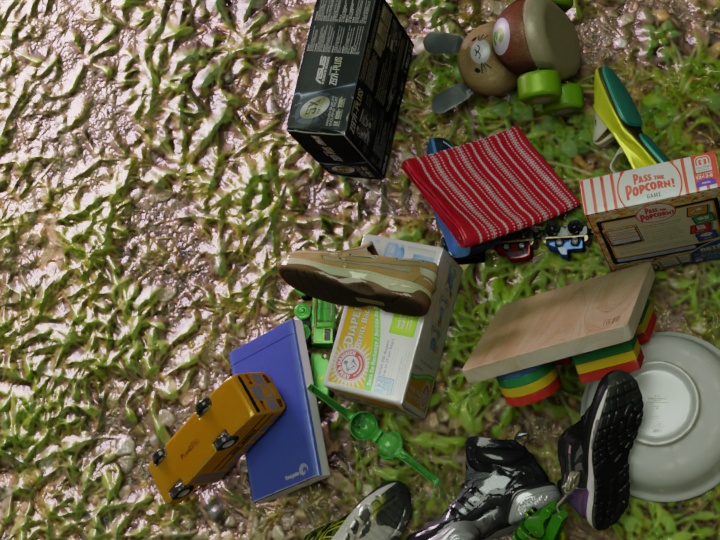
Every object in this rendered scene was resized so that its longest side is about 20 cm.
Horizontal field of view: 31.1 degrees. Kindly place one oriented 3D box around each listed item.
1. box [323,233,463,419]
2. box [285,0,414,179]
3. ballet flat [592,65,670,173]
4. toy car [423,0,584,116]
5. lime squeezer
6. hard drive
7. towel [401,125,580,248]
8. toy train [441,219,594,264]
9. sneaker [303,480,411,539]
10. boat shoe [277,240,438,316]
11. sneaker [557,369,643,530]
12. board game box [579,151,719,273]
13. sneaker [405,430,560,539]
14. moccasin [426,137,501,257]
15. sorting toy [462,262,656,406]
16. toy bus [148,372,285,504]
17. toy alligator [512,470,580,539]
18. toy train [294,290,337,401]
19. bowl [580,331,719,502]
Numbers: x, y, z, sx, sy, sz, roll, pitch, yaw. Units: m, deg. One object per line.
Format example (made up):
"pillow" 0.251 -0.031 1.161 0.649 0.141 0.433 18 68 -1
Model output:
"box" 0.042 0.071 1.611 0.112 0.101 0.202 10 78 22
"box" -0.010 -0.242 1.691 0.085 0.164 0.202 8 78 21
"ballet flat" 0.328 -0.160 1.602 0.067 0.067 0.201 -40 65 28
"toy car" 0.170 -0.276 1.653 0.198 0.157 0.166 -9 81 29
"lime squeezer" 0.022 0.202 1.600 0.199 0.071 0.038 36 70 13
"hard drive" -0.106 0.180 1.645 0.131 0.025 0.202 -29 64 40
"towel" 0.162 -0.107 1.596 0.199 0.023 0.145 -19 61 -32
"toy train" 0.197 -0.032 1.623 0.198 0.034 0.046 -5 76 19
"sneaker" -0.024 0.325 1.575 0.200 0.075 0.084 -44 31 -13
"boat shoe" 0.000 0.000 1.562 0.198 0.072 0.077 13 64 17
"sneaker" 0.254 0.190 1.444 0.087 0.075 0.202 35 132 44
"board game box" 0.345 -0.058 1.484 0.150 0.200 0.047 -11 66 16
"sneaker" 0.130 0.266 1.539 0.199 0.076 0.115 -24 67 5
"moccasin" 0.129 -0.090 1.639 0.068 0.081 0.201 -5 51 -9
"sorting toy" 0.241 0.081 1.494 0.197 0.200 0.070 -18 103 25
"toy bus" -0.186 0.214 1.642 0.200 0.078 0.065 -48 62 29
"toy alligator" 0.202 0.298 1.472 0.054 0.059 0.202 27 121 28
"toy train" -0.057 0.075 1.682 0.056 0.042 0.202 -2 73 9
"bowl" 0.343 0.159 1.482 0.199 0.090 0.203 -6 72 19
